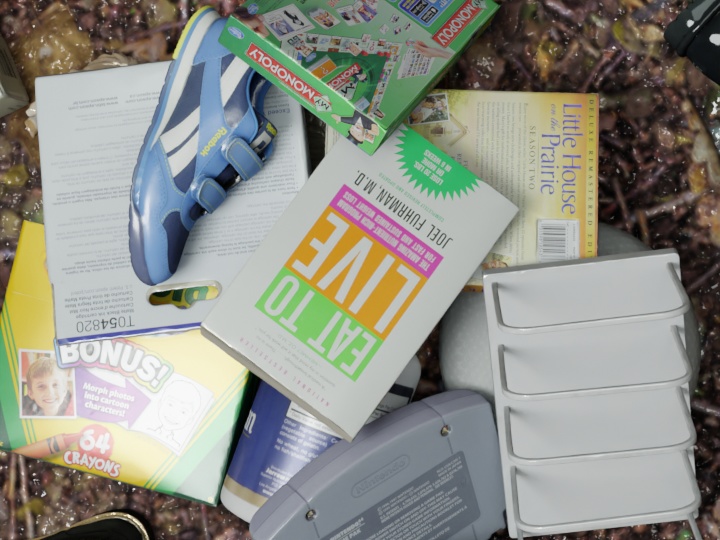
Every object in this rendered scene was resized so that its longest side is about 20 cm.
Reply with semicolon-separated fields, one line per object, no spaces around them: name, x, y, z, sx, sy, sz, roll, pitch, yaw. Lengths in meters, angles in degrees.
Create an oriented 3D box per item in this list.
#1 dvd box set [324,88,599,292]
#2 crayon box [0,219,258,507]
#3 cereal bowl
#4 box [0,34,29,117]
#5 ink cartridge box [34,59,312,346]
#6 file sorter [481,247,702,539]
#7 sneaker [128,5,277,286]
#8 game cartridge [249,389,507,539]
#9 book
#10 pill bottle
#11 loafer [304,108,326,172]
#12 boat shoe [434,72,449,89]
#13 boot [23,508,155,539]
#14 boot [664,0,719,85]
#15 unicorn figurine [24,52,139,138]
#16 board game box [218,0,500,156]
dvd box set;0.072;-0.058;1.464;0.198;0.029;0.148;1;79;1
crayon box;-0.178;0.069;1.554;0.198;0.058;0.174;14;91;8
cereal bowl;0.153;0.059;1.505;0.198;0.083;0.202;0;90;7
box;-0.363;-0.120;1.569;0.199;0.082;0.069;-25;88;7
ink cartridge box;-0.131;-0.052;1.474;0.198;0.041;0.202;-6;80;5
file sorter;0.163;0.105;1.399;0.137;0.125;0.202;-6;107;3
sneaker;-0.106;-0.082;1.420;0.082;0.074;0.202;17;84;6
game cartridge;0.017;0.173;1.462;0.199;0.040;0.134;-30;129;-20
book;0.000;0.000;1.417;0.133;0.048;0.201;35;78;3
pill bottle;-0.021;0.097;1.510;0.110;0.111;0.201;21;91;6
loafer;-0.042;-0.115;1.537;0.075;0.068;0.202;-1;97;15
boat shoe;0.036;-0.128;1.528;0.070;0.070;0.202;-10;87;3
boot;-0.260;0.240;1.522;0.199;0.138;0.078;-32;86;6
boot;0.344;-0.179;1.480;0.168;0.076;0.200;46;101;9
unicorn figurine;-0.167;-0.083;1.544;0.136;0.074;0.201;-23;80;-6
board game box;0.003;-0.176;1.450;0.134;0.200;0.029;37;132;3
